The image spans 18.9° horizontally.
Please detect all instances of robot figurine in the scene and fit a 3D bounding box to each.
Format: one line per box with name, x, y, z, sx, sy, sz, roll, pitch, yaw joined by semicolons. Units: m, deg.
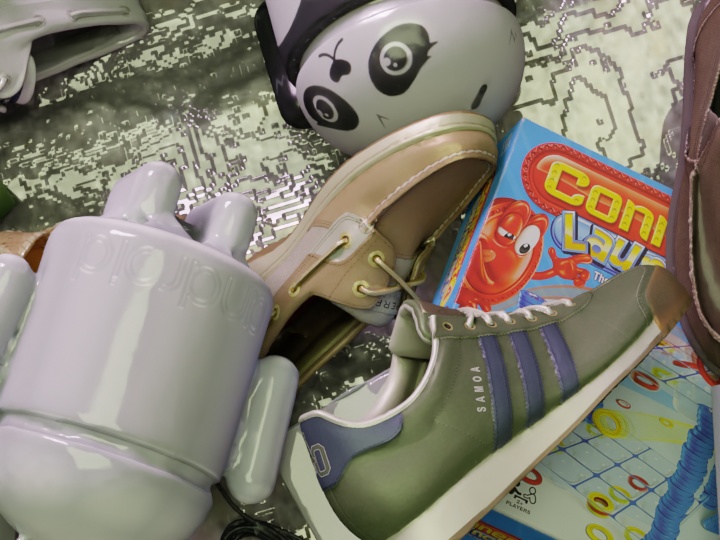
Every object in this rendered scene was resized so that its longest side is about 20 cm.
robot figurine;-0.111;0.052;1.017;0.169;0.113;0.201;20;76;-15
robot figurine;0.009;-0.151;1.100;0.124;0.150;0.201;-13;68;-6

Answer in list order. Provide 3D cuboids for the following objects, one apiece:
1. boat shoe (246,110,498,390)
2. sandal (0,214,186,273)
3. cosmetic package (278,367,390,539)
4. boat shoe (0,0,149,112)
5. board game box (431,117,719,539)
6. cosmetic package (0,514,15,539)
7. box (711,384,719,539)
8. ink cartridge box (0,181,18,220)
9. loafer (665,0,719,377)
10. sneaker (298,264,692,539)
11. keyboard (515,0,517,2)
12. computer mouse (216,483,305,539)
boat shoe;0.000;0.000;1.075;0.200;0.074;0.067;-42;56;30
sandal;-0.191;0.014;1.120;0.211;0.078;0.070;-38;78;3
cosmetic package;0.045;0.149;1.072;0.106;0.090;0.201;-28;76;-2
boat shoe;-0.192;-0.113;1.109;0.200;0.074;0.065;-32;81;-33
board game box;0.126;0.057;1.043;0.199;0.056;0.197;25;63;-7
cosmetic package;-0.288;0.130;1.024;0.199;0.167;0.167;3;90;23
box;0.246;0.135;1.016;0.199;0.041;0.157;7;76;-40
ink cartridge box;-0.290;-0.071;1.150;0.200;0.059;0.104;43;85;10
loafer;0.182;-0.045;1.015;0.073;0.071;0.201;-2;79;-2
sneaker;0.056;0.041;0.956;0.200;0.067;0.090;-41;90;-24
keyboard;0.061;-0.159;1.165;0.056;0.011;0.200;38;84;10
computer mouse;-0.077;0.099;1.121;0.059;0.034;0.200;-36;86;6
